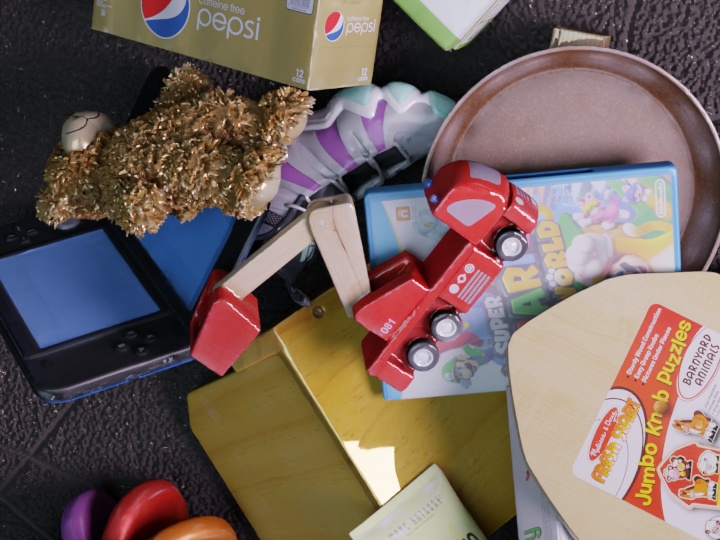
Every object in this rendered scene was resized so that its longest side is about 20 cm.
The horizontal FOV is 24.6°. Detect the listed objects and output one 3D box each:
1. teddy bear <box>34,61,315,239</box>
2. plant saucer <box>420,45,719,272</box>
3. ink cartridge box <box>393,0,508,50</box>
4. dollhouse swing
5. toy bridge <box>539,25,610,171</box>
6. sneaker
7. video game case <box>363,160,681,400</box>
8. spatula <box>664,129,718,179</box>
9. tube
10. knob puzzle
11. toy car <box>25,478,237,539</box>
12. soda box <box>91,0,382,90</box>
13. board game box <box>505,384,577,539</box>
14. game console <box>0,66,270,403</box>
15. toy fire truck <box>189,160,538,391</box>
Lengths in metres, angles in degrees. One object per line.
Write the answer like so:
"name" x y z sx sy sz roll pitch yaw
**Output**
"teddy bear" -0.123 -0.077 1.051 0.199 0.145 0.067 13 152 40
"plant saucer" 0.138 -0.050 1.077 0.199 0.035 0.201 0 109 0
"ink cartridge box" 0.078 -0.263 1.050 0.148 0.076 0.200 45 110 2
"dollhouse swing" 0.003 0.110 1.187 0.181 0.176 0.201 -34 93 -21
"toy bridge" 0.117 -0.066 1.113 0.067 0.027 0.201 13 107 13
"sneaker" -0.024 -0.044 1.104 0.199 0.078 0.141 -8 65 26
"video game case" 0.107 0.008 1.070 0.199 0.018 0.144 -5 108 3
"spatula" 0.288 -0.042 1.073 0.199 0.021 0.057 28 111 8
"tube" 0.083 0.224 1.068 0.200 0.058 0.052 50 119 15
"knob puzzle" 0.182 0.090 1.032 0.218 0.030 0.221 0 72 -1
"toy car" -0.178 0.231 1.219 0.199 0.175 0.151 -15 64 19
"soda box" -0.085 -0.172 1.087 0.199 0.068 0.064 21 110 34
"board game box" 0.150 0.178 1.056 0.035 0.201 0.126 -26 140 33
"game console" -0.171 -0.030 1.107 0.170 0.200 0.119 -18 128 -22
"toy fire truck" 0.000 0.000 1.024 0.141 0.049 0.200 33 106 -18
